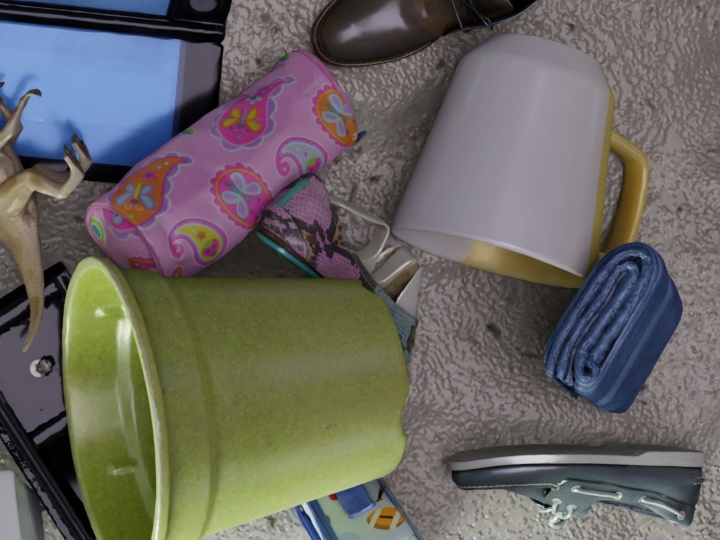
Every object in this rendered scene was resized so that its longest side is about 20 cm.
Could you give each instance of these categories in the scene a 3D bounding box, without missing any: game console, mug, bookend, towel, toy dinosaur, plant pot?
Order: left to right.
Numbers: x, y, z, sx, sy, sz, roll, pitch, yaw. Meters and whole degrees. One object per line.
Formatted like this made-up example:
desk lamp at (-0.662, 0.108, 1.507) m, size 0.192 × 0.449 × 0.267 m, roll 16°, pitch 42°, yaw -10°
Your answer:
toy dinosaur at (-0.229, -0.053, 1.323) m, size 0.101 × 0.058 × 0.201 m, roll -31°, pitch 81°, yaw 9°
game console at (-0.186, -0.150, 1.336) m, size 0.198 × 0.176 × 0.117 m, roll 4°, pitch 66°, yaw -12°
bookend at (-0.161, 0.066, 1.369) m, size 0.199 × 0.092 × 0.200 m, roll -32°, pitch 100°, yaw -8°
plant pot at (-0.075, 0.080, 1.258) m, size 0.183 × 0.200 × 0.202 m, roll -8°, pitch 97°, yaw -24°
mug at (0.116, -0.077, 1.406) m, size 0.148 × 0.186 × 0.154 m, roll 12°, pitch 83°, yaw 20°
towel at (0.179, 0.041, 1.387) m, size 0.048 × 0.200 × 0.112 m, roll 32°, pitch 89°, yaw 18°

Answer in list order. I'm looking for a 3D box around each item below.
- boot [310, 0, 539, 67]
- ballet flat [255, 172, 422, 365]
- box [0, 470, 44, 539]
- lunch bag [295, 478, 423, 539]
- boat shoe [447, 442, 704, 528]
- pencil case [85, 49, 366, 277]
boot at (0.062, -0.198, 1.385) m, size 0.199 × 0.097 × 0.075 m, roll -25°, pitch 99°, yaw -8°
ballet flat at (0.000, 0.000, 1.367) m, size 0.071 × 0.069 × 0.200 m, roll -47°, pitch 137°, yaw -5°
box at (-0.304, 0.250, 1.304) m, size 0.197 × 0.131 × 0.202 m, roll -8°, pitch 78°, yaw -5°
lunch bag at (0.011, 0.200, 1.364) m, size 0.075 × 0.200 × 0.161 m, roll -30°, pitch 113°, yaw -5°
boat shoe at (0.160, 0.160, 1.452) m, size 0.198 × 0.073 × 0.062 m, roll 1°, pitch 91°, yaw -16°
pencil case at (-0.091, -0.066, 1.345) m, size 0.200 × 0.087 × 0.088 m, roll -41°, pitch 102°, yaw -27°
